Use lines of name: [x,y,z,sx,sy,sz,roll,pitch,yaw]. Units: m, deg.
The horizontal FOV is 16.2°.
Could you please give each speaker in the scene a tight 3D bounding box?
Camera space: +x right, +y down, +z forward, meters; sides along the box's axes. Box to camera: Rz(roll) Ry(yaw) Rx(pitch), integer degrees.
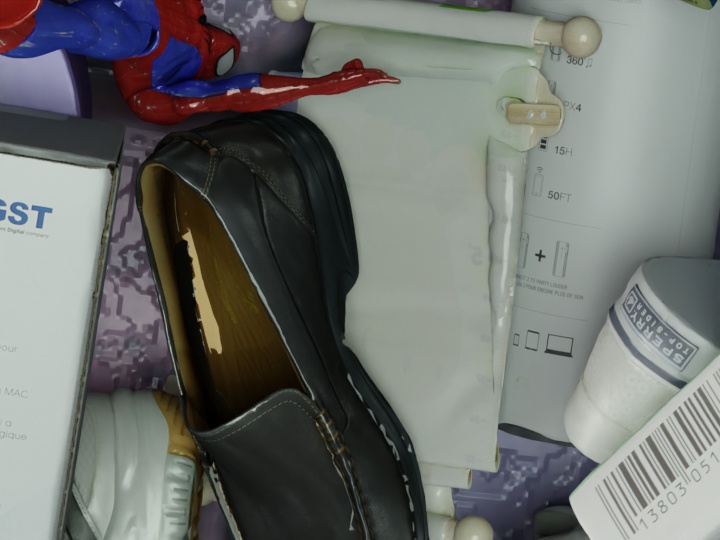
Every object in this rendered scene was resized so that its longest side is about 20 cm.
speaker: [0.085,-0.046,0.854,0.081,0.081,0.201,5,101,-5]

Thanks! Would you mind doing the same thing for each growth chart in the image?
growth chart: [0.000,0.000,0.856,0.144,0.018,0.201,17,104,31]

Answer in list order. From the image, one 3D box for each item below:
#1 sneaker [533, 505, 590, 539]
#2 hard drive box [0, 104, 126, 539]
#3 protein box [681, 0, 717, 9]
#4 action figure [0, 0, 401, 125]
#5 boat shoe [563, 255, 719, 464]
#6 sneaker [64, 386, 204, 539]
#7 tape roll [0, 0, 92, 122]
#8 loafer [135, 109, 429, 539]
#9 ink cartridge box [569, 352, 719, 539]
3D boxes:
sneaker: [0.075,0.139,0.841,0.099,0.200,0.078,8,111,9]
hard drive box: [-0.162,0.046,0.772,0.155,0.077,0.201,10,101,-5]
protein box: [0.067,-0.215,0.718,0.135,0.200,0.199,25,84,23]
action figure: [-0.054,-0.087,0.775,0.099,0.200,0.065,-13,82,11]
boat shoe: [0.137,0.042,0.839,0.071,0.200,0.070,48,116,29]
sneaker: [-0.105,0.139,0.869,0.087,0.076,0.201,5,85,0]
tape roll: [-0.189,-0.046,0.834,0.199,0.085,0.201,-1,101,-3]
loafer: [-0.033,0.049,0.830,0.073,0.072,0.201,-18,87,34]
ink cartridge box: [0.184,0.052,0.787,0.200,0.050,0.161,18,122,-47]
